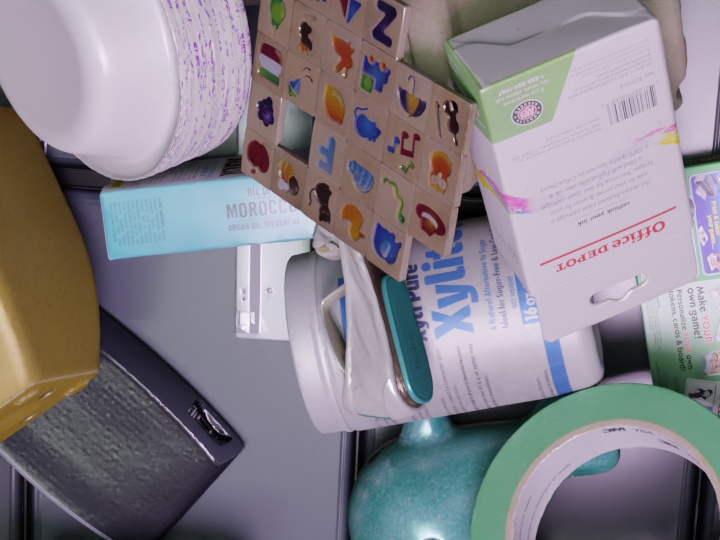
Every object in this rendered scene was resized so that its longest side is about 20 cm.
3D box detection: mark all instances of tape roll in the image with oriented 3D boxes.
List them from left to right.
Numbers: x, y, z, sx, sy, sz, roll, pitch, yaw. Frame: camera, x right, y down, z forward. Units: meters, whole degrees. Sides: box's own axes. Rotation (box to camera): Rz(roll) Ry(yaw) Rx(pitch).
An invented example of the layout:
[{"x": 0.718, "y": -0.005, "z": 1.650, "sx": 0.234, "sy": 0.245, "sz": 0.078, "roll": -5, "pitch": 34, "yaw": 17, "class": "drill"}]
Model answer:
[{"x": 0.171, "y": 0.175, "z": 1.283, "sx": 0.200, "sy": 0.048, "sz": 0.201, "roll": -9, "pitch": 65, "yaw": 20, "class": "tape roll"}]

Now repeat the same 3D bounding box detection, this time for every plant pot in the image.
[{"x": -0.287, "y": 0.021, "z": 1.330, "sx": 0.195, "sy": 0.194, "sz": 0.200, "roll": -35, "pitch": 83, "yaw": 13, "class": "plant pot"}, {"x": 0.108, "y": -0.150, "z": 1.280, "sx": 0.183, "sy": 0.200, "sz": 0.201, "roll": -11, "pitch": 102, "yaw": -2, "class": "plant pot"}]

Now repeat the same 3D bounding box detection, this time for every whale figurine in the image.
[{"x": 0.084, "y": 0.159, "z": 1.385, "sx": 0.200, "sy": 0.104, "sz": 0.159, "roll": -32, "pitch": 97, "yaw": 13, "class": "whale figurine"}]

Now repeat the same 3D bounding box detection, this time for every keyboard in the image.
[{"x": -0.061, "y": -0.047, "z": 1.406, "sx": 0.056, "sy": 0.011, "sz": 0.201, "roll": 2, "pitch": 104, "yaw": 1, "class": "keyboard"}]

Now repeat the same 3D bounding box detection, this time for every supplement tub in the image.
[{"x": 0.059, "y": 0.033, "z": 1.346, "sx": 0.199, "sy": 0.132, "sz": 0.133, "roll": -11, "pitch": 101, "yaw": 8, "class": "supplement tub"}]

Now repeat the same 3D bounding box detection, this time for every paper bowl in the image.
[{"x": -0.172, "y": -0.157, "z": 1.292, "sx": 0.200, "sy": 0.104, "sz": 0.201, "roll": 30, "pitch": 133, "yaw": 39, "class": "paper bowl"}]

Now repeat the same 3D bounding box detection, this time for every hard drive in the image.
[{"x": -0.199, "y": 0.110, "z": 1.440, "sx": 0.200, "sy": 0.042, "sz": 0.135, "roll": 42, "pitch": 104, "yaw": -3, "class": "hard drive"}]

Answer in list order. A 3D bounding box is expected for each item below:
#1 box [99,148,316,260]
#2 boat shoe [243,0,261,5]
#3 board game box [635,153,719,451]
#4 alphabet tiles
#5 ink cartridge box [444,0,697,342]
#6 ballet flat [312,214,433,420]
[{"x": -0.074, "y": -0.049, "z": 1.358, "sx": 0.199, "sy": 0.082, "sz": 0.049, "roll": -6, "pitch": 104, "yaw": 3, "class": "box"}, {"x": -0.078, "y": -0.210, "z": 1.308, "sx": 0.199, "sy": 0.073, "sz": 0.063, "roll": -1, "pitch": 87, "yaw": 40, "class": "boat shoe"}, {"x": 0.261, "y": 0.019, "z": 1.370, "sx": 0.134, "sy": 0.029, "sz": 0.201, "roll": -9, "pitch": 101, "yaw": 8, "class": "board game box"}, {"x": -0.004, "y": -0.096, "z": 1.205, "sx": 0.200, "sy": 0.008, "sz": 0.168, "roll": 35, "pitch": 127, "yaw": 39, "class": "alphabet tiles"}, {"x": 0.132, "y": -0.065, "z": 1.201, "sx": 0.117, "sy": 0.067, "sz": 0.201, "roll": -22, "pitch": 128, "yaw": -7, "class": "ink cartridge box"}, {"x": 0.000, "y": 0.000, "z": 1.270, "sx": 0.069, "sy": 0.069, "sz": 0.201, "roll": -10, "pitch": 74, "yaw": 9, "class": "ballet flat"}]
